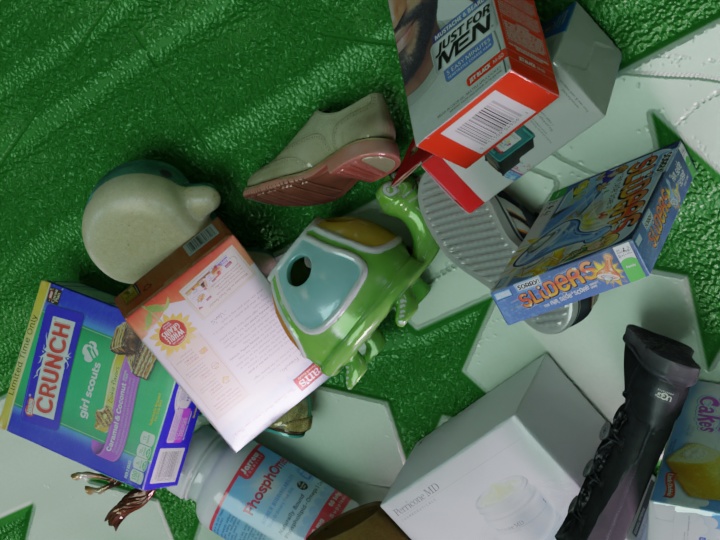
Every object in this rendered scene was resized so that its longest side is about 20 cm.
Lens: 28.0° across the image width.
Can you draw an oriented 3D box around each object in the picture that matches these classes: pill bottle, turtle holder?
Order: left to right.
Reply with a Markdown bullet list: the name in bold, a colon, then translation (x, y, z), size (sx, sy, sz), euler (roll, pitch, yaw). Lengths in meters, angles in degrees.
- **pill bottle**: translation (-0.108, 0.255, 1.579), size (0.199, 0.109, 0.109), euler (30, 125, 7)
- **turtle holder**: translation (-0.006, 0.007, 1.377), size (0.131, 0.141, 0.186), euler (40, 127, 2)

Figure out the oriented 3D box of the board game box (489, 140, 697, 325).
- **board game box**: translation (0.201, -0.034, 1.221), size (0.135, 0.200, 0.035), euler (-22, 106, 32)

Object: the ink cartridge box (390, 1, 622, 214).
- **ink cartridge box**: translation (0.125, -0.130, 1.251), size (0.067, 0.117, 0.199), euler (44, 127, -14)

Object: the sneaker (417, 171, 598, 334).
- **sneaker**: translation (0.138, -0.023, 1.338), size (0.200, 0.079, 0.079), euler (49, 124, 19)

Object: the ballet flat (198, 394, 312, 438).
- **ballet flat**: translation (-0.141, 0.132, 1.561), size (0.198, 0.071, 0.071), euler (9, 120, 21)

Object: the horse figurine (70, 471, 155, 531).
- **horse figurine**: translation (-0.280, 0.193, 1.654), size (0.131, 0.050, 0.202), euler (-15, 102, 12)

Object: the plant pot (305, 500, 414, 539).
- **plant pot**: translation (0.024, 0.347, 1.468), size (0.185, 0.186, 0.201), euler (-25, 94, 33)

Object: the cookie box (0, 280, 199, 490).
- **cookie box**: translation (-0.270, 0.120, 1.541), size (0.198, 0.075, 0.173), euler (18, 92, 25)

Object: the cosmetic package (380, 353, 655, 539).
- **cosmetic package**: translation (0.165, 0.229, 1.431), size (0.200, 0.123, 0.199), euler (48, 125, -4)

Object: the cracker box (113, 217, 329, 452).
- **cracker box**: translation (-0.133, 0.066, 1.443), size (0.134, 0.058, 0.201), euler (-37, 120, -5)

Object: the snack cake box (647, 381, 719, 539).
- **snack cake box**: translation (0.306, 0.201, 1.300), size (0.067, 0.200, 0.116), euler (7, 120, 19)

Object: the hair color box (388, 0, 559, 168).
- **hair color box**: translation (0.086, -0.200, 1.190), size (0.064, 0.202, 0.111), euler (21, 136, -37)

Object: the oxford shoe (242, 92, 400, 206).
- **oxford shoe**: translation (-0.038, -0.111, 1.384), size (0.199, 0.070, 0.075), euler (-17, 69, 40)

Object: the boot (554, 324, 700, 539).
- **boot**: translation (0.236, 0.158, 1.293), size (0.065, 0.165, 0.202), euler (19, 100, 6)

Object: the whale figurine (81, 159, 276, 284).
- **whale figurine**: translation (-0.185, -0.039, 1.476), size (0.199, 0.104, 0.159), euler (24, 126, -19)
